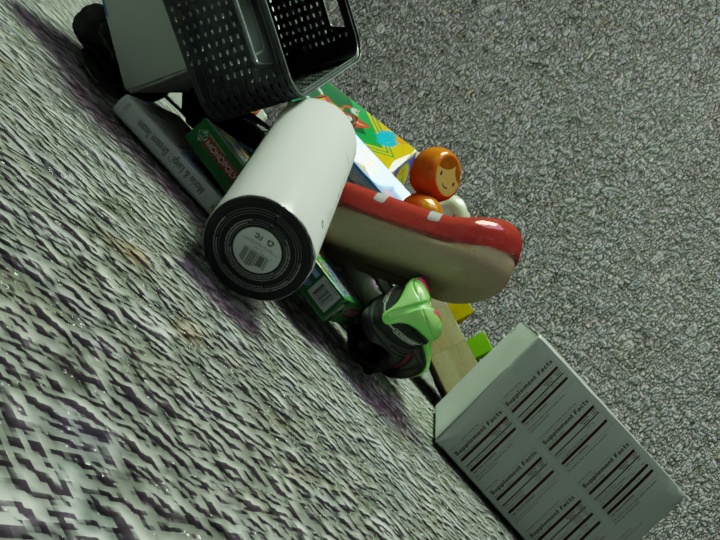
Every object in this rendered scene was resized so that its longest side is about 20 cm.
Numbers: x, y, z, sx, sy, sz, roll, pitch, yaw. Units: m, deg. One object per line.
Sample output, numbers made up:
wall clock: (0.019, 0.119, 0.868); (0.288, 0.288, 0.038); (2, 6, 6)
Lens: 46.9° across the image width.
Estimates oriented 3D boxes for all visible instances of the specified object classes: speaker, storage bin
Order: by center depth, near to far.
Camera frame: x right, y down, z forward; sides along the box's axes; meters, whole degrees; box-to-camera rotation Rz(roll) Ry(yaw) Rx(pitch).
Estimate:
speaker: (-0.054, -0.063, 0.642); (0.081, 0.081, 0.201); (45, 28, -16)
storage bin: (-0.083, -0.231, 0.757); (0.200, 0.092, 0.138); (-54, 130, -60)

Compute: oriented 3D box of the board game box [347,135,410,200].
board game box: (-0.035, -0.086, 1.021); (0.151, 0.037, 0.200); (47, -36, -2)

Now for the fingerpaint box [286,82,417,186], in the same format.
fingerpaint box: (-0.029, -0.116, 1.087); (0.166, 0.073, 0.202); (40, -36, 17)

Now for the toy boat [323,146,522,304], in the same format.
toy boat: (0.060, -0.054, 0.785); (0.196, 0.133, 0.131); (20, -11, 15)

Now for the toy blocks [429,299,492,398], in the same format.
toy blocks: (0.115, 0.120, 1.071); (0.137, 0.098, 0.203); (69, -4, -68)

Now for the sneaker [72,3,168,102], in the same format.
sneaker: (-0.226, -0.204, 0.851); (0.105, 0.060, 0.199); (50, 9, 19)

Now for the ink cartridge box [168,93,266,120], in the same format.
ink cartridge box: (-0.236, -0.278, 1.218); (0.146, 0.083, 0.200); (44, 5, -38)

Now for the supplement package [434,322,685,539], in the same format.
supplement package: (0.193, 0.183, 0.865); (0.200, 0.147, 0.191); (47, 4, 4)

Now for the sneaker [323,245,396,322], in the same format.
sneaker: (-0.002, 0.019, 0.901); (0.203, 0.089, 0.076); (63, 3, -5)

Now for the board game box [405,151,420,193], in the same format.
board game box: (0.019, -0.087, 1.163); (0.196, 0.043, 0.203); (22, -46, 32)

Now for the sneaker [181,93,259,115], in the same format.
sneaker: (-0.164, -0.212, 0.999); (0.088, 0.080, 0.200); (4, -6, -1)

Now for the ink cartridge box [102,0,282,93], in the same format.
ink cartridge box: (-0.159, -0.256, 0.812); (0.200, 0.082, 0.148); (-30, 107, -67)

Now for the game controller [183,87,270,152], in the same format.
game controller: (-0.137, -0.145, 0.874); (0.104, 0.042, 0.200); (39, -5, -10)

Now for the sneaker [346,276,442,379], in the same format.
sneaker: (0.025, 0.060, 0.785); (0.201, 0.082, 0.078); (89, -16, -69)

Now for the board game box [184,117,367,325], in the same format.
board game box: (-0.071, -0.039, 0.757); (0.201, 0.029, 0.135); (52, 5, 10)

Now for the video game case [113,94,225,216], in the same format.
video game case: (-0.144, -0.087, 0.807); (0.182, 0.024, 0.200); (48, 4, -4)

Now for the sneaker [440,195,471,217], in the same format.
sneaker: (0.056, -0.017, 1.048); (0.071, 0.199, 0.093); (54, 24, 11)
